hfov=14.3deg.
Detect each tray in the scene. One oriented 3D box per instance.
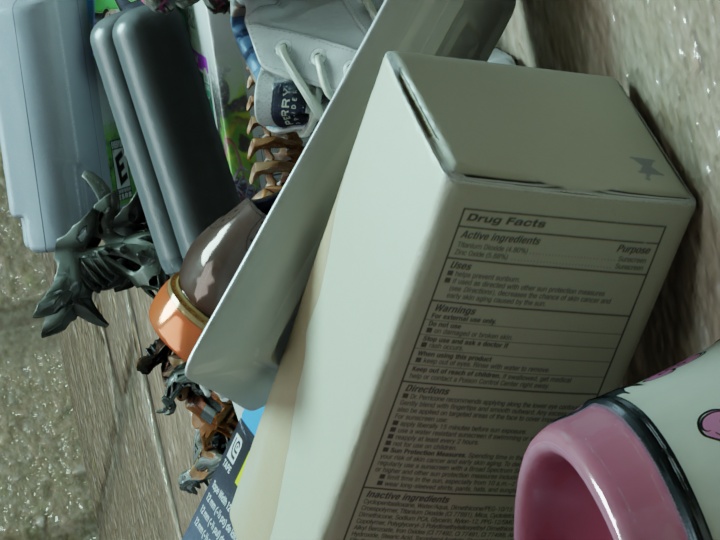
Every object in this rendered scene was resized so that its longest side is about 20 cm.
[{"bbox_3d":[0.005,-0.039,1.031,0.201,0.022,0.107,-61,-15,-3],"label":"tray"}]

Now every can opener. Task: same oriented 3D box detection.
[{"bbox_3d":[-0.060,-0.020,1.236,0.053,0.066,0.201,-5,109,62],"label":"can opener"}]

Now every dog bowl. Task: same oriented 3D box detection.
[{"bbox_3d":[0.104,0.124,0.879,0.200,0.073,0.202,170,90,-79],"label":"dog bowl"}]

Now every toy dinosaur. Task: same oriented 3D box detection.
[{"bbox_3d":[-0.060,0.004,1.301,0.102,0.135,0.201,27,-100,-73],"label":"toy dinosaur"}]

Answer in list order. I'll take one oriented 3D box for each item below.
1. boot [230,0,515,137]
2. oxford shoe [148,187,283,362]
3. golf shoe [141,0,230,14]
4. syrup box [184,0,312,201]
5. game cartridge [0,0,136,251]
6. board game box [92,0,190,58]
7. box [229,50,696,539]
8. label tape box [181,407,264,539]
[{"bbox_3d":[0.006,-0.064,1.142,0.200,0.095,0.074,-119,22,-58],"label":"boot"},{"bbox_3d":[0.000,0.000,1.148,0.071,0.200,0.073,40,113,21],"label":"oxford shoe"},{"bbox_3d":[-0.069,-0.161,1.215,0.092,0.073,0.200,51,-170,4],"label":"golf shoe"},{"bbox_3d":[-0.030,-0.050,1.371,0.079,0.081,0.201,-142,42,-74],"label":"syrup box"},{"bbox_3d":[-0.128,-0.087,1.413,0.200,0.040,0.134,-31,-70,-74],"label":"game cartridge"},{"bbox_3d":[-0.085,-0.134,1.442,0.200,0.029,0.136,49,-141,-66],"label":"board game box"},{"bbox_3d":[0.030,0.033,0.977,0.078,0.094,0.201,-115,38,-50],"label":"box"},{"bbox_3d":[-0.029,0.146,1.159,0.201,0.066,0.143,-63,26,8],"label":"label tape box"}]
